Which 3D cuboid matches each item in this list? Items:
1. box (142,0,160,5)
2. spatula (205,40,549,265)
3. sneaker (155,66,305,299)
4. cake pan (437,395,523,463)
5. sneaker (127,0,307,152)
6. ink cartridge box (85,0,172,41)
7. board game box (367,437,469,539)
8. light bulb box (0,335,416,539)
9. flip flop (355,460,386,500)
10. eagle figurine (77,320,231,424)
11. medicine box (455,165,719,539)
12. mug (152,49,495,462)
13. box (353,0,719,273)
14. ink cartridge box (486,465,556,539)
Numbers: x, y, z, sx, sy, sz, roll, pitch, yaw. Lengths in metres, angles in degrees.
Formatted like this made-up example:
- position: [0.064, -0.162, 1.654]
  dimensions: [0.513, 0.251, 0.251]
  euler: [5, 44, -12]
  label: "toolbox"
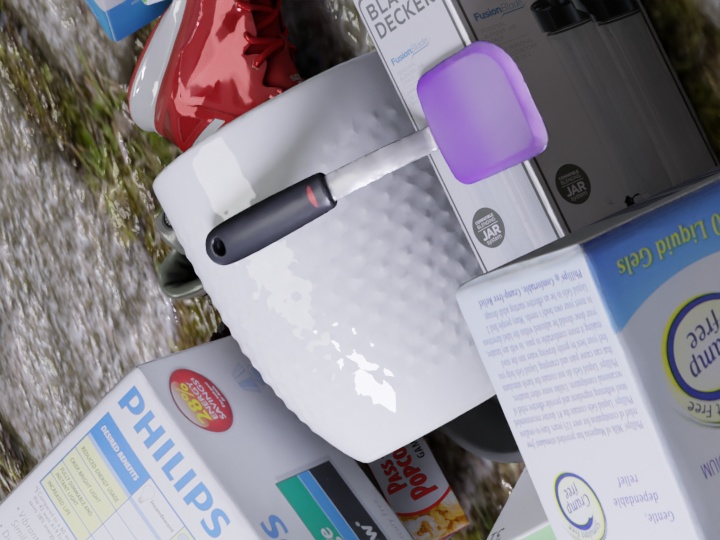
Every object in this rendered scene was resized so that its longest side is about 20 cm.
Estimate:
- position: [-0.078, -0.254, 1.119]
  dimensions: [0.200, 0.176, 0.097]
  euler: [51, 146, 25]
  label: "box"
- position: [0.000, -0.045, 1.017]
  dimensions: [0.199, 0.021, 0.057]
  euler: [-25, 88, 32]
  label: "spatula"
- position: [-0.077, -0.045, 1.363]
  dimensions: [0.074, 0.088, 0.200]
  euler: [52, 146, 26]
  label: "sneaker"
- position: [0.060, 0.006, 1.219]
  dimensions: [0.200, 0.037, 0.201]
  euler: [38, 141, 40]
  label: "cake pan"
- position: [-0.052, -0.144, 1.264]
  dimensions: [0.115, 0.078, 0.201]
  euler: [34, 124, 23]
  label: "sneaker"
- position: [-0.157, -0.246, 1.287]
  dimensions: [0.145, 0.084, 0.200]
  euler: [56, 173, 17]
  label: "ink cartridge box"
- position: [-0.012, 0.086, 1.355]
  dimensions: [0.201, 0.046, 0.152]
  euler: [61, 166, 10]
  label: "board game box"
- position: [-0.088, 0.172, 1.190]
  dimensions: [0.200, 0.125, 0.199]
  euler: [-44, 77, 28]
  label: "light bulb box"
- position: [-0.030, 0.111, 1.255]
  dimensions: [0.081, 0.057, 0.201]
  euler: [27, 137, 58]
  label: "flip flop"
- position: [-0.090, 0.115, 1.378]
  dimensions: [0.150, 0.200, 0.153]
  euler: [14, 99, 28]
  label: "eagle figurine"
- position: [0.169, 0.058, 0.928]
  dimensions: [0.103, 0.182, 0.201]
  euler: [-21, 93, 61]
  label: "medicine box"
- position: [0.000, 0.000, 1.155]
  dimensions: [0.176, 0.147, 0.200]
  euler: [61, -179, 3]
  label: "mug"
- position: [0.092, -0.063, 1.029]
  dimensions: [0.060, 0.116, 0.201]
  euler: [-30, 83, 52]
  label: "box"
- position: [0.110, 0.127, 1.050]
  dimensions: [0.048, 0.200, 0.145]
  euler: [40, 142, -10]
  label: "ink cartridge box"
